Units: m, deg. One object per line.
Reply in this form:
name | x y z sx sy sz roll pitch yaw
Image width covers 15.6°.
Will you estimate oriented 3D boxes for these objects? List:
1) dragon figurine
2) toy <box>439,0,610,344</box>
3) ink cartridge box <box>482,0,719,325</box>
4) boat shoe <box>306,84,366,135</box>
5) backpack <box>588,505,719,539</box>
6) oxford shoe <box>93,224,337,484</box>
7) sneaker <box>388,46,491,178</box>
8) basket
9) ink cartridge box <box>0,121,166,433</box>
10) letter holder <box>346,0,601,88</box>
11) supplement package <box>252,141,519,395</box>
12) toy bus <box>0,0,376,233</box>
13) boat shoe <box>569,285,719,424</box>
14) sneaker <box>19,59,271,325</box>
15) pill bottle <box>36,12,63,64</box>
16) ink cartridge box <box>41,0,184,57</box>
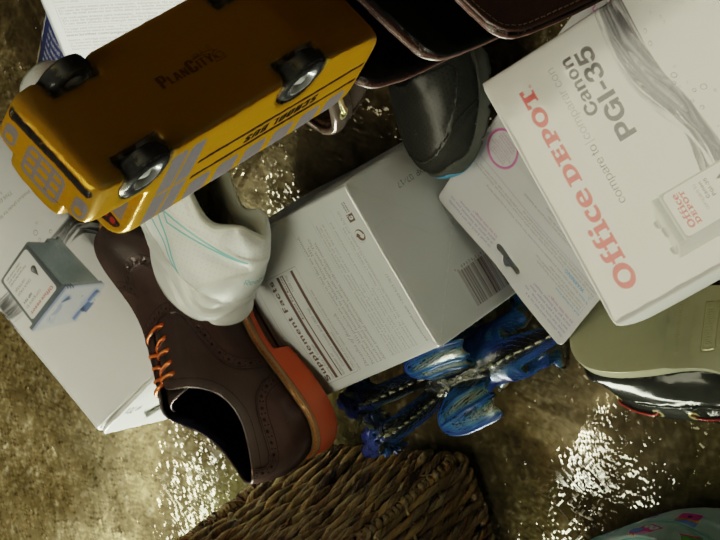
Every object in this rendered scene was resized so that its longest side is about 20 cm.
dragon figurine | 0.067 0.061 1.574 0.200 0.099 0.059 -24 98 51
toy | 0.137 -0.068 1.444 0.115 0.047 0.200 52 133 19
ink cartridge box | 0.183 -0.082 1.300 0.200 0.083 0.147 -32 84 28
boat shoe | -0.057 -0.146 1.367 0.072 0.060 0.200 7 154 41
backpack | 0.169 0.228 1.564 0.167 0.126 0.200 55 138 7
oxford shoe | -0.102 0.044 1.583 0.200 0.072 0.071 45 143 17
sneaker | 0.016 -0.147 1.468 0.073 0.082 0.201 -9 95 51
basket | -0.020 0.215 1.694 0.149 0.200 0.143 0 118 43
ink cartridge box | -0.185 0.002 1.751 0.086 0.146 0.200 -44 81 12
letter holder | 0.075 -0.164 1.329 0.142 0.200 0.101 43 140 15
supplement package | 0.000 0.000 1.592 0.200 0.114 0.110 -26 96 53
toy bus | -0.081 -0.081 1.229 0.065 0.200 0.078 47 140 11
boat shoe | 0.215 0.048 1.445 0.201 0.074 0.063 3 154 35
sneaker | -0.121 -0.063 1.553 0.200 0.070 0.080 45 136 14
pill bottle | -0.146 -0.140 1.649 0.111 0.111 0.200 39 138 20
ink cartridge box | -0.117 -0.160 1.450 0.119 0.042 0.200 -2 145 12
